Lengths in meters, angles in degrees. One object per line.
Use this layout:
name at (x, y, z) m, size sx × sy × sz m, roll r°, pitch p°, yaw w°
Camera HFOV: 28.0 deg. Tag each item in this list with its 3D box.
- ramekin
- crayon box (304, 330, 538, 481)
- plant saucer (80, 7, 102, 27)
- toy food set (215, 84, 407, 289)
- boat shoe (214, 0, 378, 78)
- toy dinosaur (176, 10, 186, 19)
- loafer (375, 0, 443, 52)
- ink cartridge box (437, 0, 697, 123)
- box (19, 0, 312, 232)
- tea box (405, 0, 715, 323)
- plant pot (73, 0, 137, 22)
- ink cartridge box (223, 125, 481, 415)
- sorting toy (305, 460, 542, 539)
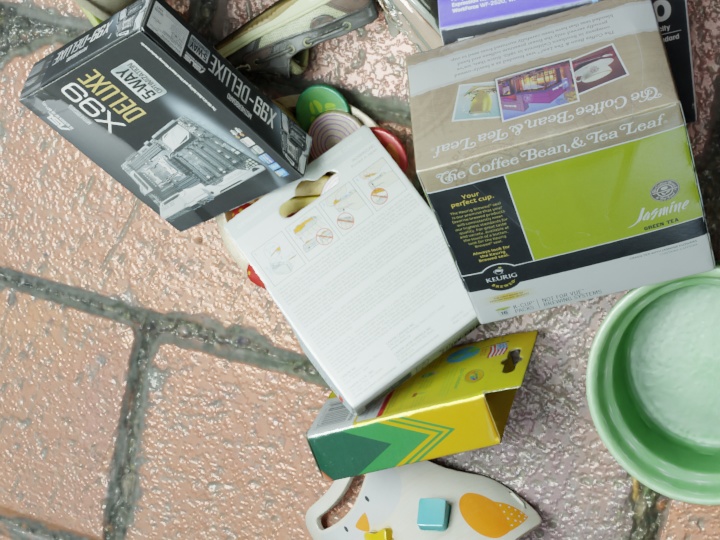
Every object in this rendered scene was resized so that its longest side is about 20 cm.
ramekin at (0.295, 0.086, 1.215) m, size 0.198 × 0.098 × 0.202 m, roll 3°, pitch 102°, yaw 16°
crayon box at (0.063, 0.118, 1.276) m, size 0.198 × 0.127 × 0.051 m, roll -15°, pitch 106°, yaw 20°
plant saucer at (-0.213, -0.354, 1.318) m, size 0.199 × 0.048 × 0.200 m, roll -36°, pitch 89°, yaw 20°
toy food set at (-0.047, -0.067, 1.320) m, size 0.196 × 0.049 × 0.202 m, roll -4°, pitch 99°, yaw 18°
boat shoe at (-0.071, -0.202, 1.284) m, size 0.199 × 0.073 × 0.065 m, roll -26°, pitch 105°, yaw 35°
toy dinosaur at (-0.173, -0.188, 1.307) m, size 0.200 × 0.060 × 0.107 m, roll 121°, pitch 137°, yaw -56°
loafer at (0.053, -0.209, 1.254) m, size 0.063 × 0.072 × 0.200 m, roll -41°, pitch 90°, yaw 27°
ink cartridge box at (0.166, -0.188, 1.164) m, size 0.196 × 0.044 × 0.201 m, roll -10°, pitch 132°, yaw 10°
box at (-0.164, -0.129, 1.229) m, size 0.157 × 0.050 × 0.200 m, roll -20°, pitch 133°, yaw 35°
tea box at (0.158, -0.084, 1.137) m, size 0.198 × 0.134 × 0.197 m, roll -13°, pitch 139°, yaw 11°
plant pot at (-0.214, -0.338, 1.209) m, size 0.200 × 0.200 × 0.184 m, roll 43°, pitch 98°, yaw 6°
ink cartridge box at (0.000, 0.000, 1.257) m, size 0.162 × 0.050 × 0.201 m, roll -36°, pitch 74°, yaw -6°
sorting toy at (0.033, 0.253, 1.345) m, size 0.180 × 0.107 × 0.201 m, roll 42°, pitch 110°, yaw 26°
